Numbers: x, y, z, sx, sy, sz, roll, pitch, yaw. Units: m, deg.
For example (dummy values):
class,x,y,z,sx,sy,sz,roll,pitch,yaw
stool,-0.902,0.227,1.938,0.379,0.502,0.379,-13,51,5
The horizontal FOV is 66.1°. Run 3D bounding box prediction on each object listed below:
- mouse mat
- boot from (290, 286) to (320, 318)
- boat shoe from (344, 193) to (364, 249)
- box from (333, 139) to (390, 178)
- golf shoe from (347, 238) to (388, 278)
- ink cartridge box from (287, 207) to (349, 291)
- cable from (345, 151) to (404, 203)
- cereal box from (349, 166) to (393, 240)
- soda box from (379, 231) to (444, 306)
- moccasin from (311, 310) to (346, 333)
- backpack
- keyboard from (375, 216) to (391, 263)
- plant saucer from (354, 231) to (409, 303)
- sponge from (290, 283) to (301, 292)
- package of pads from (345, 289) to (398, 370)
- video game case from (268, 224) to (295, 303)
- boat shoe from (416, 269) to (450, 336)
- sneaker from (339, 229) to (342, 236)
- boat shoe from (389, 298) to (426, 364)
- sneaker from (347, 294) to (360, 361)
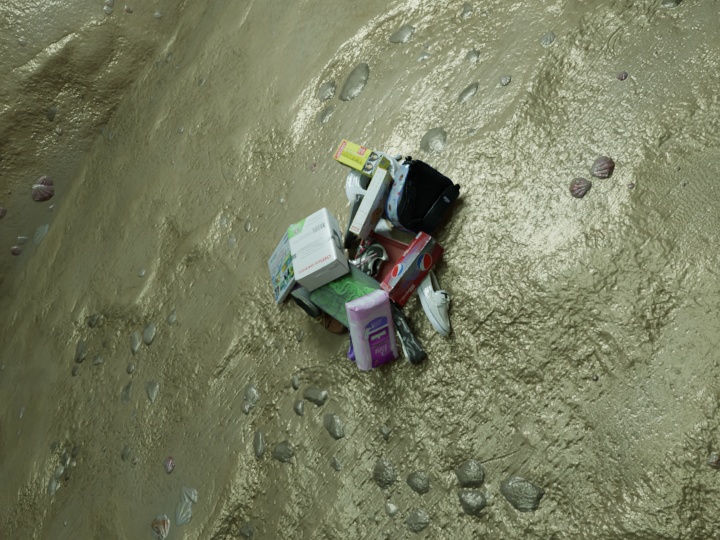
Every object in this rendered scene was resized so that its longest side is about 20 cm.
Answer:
class,x,y,z,sx,sy,sz,roll,pitch,yaw
mouse mat,-0.036,0.069,1.610,0.198,0.008,0.162,32,82,19
boot,-0.109,0.044,1.718,0.199,0.073,0.181,-35,35,-16
boat shoe,-0.013,-0.146,1.730,0.056,0.203,0.067,12,37,-1
box,0.002,-0.352,1.760,0.199,0.050,0.076,33,93,41
golf shoe,0.000,0.000,1.658,0.201,0.077,0.088,-52,60,15
ink cartridge box,-0.128,-0.061,1.642,0.144,0.084,0.203,-26,53,17
cable,0.043,-0.281,1.778,0.197,0.069,0.204,-9,67,32
cereal box,0.039,-0.191,1.635,0.039,0.144,0.203,24,92,15
soda box,0.143,-0.006,1.555,0.201,0.070,0.063,-52,32,0
moccasin,-0.119,0.133,1.740,0.201,0.077,0.074,38,96,37
backpack,0.160,-0.202,1.602,0.154,0.198,0.194,1,68,68
keyboard,0.064,-0.117,1.745,0.056,0.011,0.203,-34,58,21
plant saucer,0.062,0.000,1.679,0.198,0.036,0.203,23,94,38
sponge,-0.207,-0.035,1.892,0.110,0.030,0.204,-19,64,28
package of pads,0.031,0.165,1.535,0.075,0.119,0.204,27,131,57
video game case,-0.251,-0.020,1.869,0.201,0.022,0.185,-51,44,37
boat shoe,0.213,0.084,1.536,0.069,0.071,0.202,-36,50,22
sneaker,-0.132,-0.082,1.785,0.200,0.073,0.089,-48,42,35
boat shoe,0.127,0.164,1.563,0.056,0.067,0.203,-23,73,5
sneaker,-0.019,0.167,1.638,0.080,0.082,0.204,7,90,56
